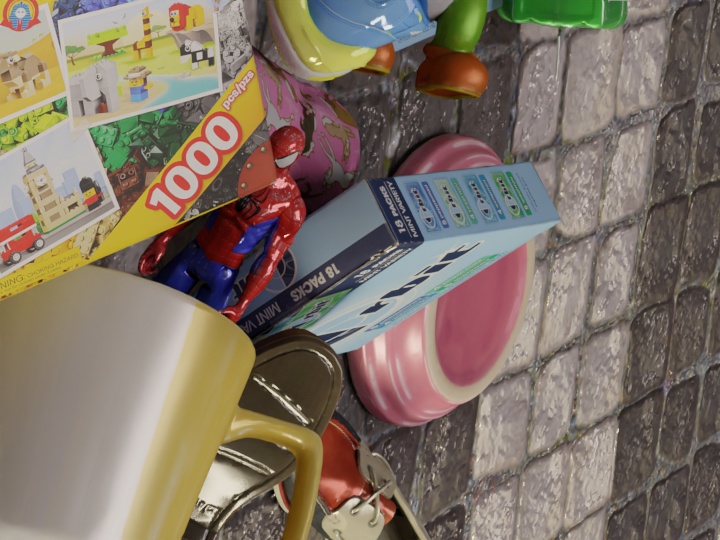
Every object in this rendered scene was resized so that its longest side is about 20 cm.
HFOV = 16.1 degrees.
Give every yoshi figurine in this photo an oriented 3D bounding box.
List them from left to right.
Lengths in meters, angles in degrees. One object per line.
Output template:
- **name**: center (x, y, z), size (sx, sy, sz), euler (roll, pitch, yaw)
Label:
- **yoshi figurine**: center (0.052, -0.205, 1.458), size (0.112, 0.111, 0.202), euler (18, 85, -53)

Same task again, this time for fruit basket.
- **fruit basket**: center (0.147, -0.238, 1.693), size (0.200, 0.093, 0.187), euler (-54, 148, -67)

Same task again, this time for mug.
- **mug**: center (-0.124, 0.096, 1.265), size (0.150, 0.185, 0.154), euler (67, 34, -64)

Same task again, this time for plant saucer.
- **plant saucer**: center (0.062, 0.010, 1.717), size (0.200, 0.051, 0.202), euler (-35, 133, -50)

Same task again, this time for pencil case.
- **pencil case**: center (-0.073, -0.091, 1.404), size (0.083, 0.087, 0.200), euler (-45, 150, 6)

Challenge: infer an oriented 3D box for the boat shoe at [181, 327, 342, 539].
- **boat shoe**: center (-0.084, 0.101, 1.430), size (0.200, 0.072, 0.068), euler (-48, -163, 18)

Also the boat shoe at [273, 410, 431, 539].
- **boat shoe**: center (-0.001, 0.153, 1.660), size (0.071, 0.062, 0.200), euler (-58, 145, -25)

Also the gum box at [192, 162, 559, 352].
- **gum box**: center (0.000, 0.000, 1.486), size (0.200, 0.169, 0.045), euler (-11, 71, -59)

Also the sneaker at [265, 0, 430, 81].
- **sneaker**: center (-0.012, -0.209, 1.382), size (0.076, 0.104, 0.202), euler (-44, 120, -76)

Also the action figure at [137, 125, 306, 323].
- **action figure**: center (-0.084, 0.004, 1.366), size (0.201, 0.065, 0.052), euler (-57, 166, 21)

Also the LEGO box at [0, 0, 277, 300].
- **LEGO box**: center (-0.152, -0.081, 1.185), size (0.199, 0.077, 0.150), euler (-25, 123, -21)

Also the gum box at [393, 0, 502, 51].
- **gum box**: center (0.035, -0.244, 1.558), size (0.170, 0.044, 0.202), euler (-29, 128, -52)
